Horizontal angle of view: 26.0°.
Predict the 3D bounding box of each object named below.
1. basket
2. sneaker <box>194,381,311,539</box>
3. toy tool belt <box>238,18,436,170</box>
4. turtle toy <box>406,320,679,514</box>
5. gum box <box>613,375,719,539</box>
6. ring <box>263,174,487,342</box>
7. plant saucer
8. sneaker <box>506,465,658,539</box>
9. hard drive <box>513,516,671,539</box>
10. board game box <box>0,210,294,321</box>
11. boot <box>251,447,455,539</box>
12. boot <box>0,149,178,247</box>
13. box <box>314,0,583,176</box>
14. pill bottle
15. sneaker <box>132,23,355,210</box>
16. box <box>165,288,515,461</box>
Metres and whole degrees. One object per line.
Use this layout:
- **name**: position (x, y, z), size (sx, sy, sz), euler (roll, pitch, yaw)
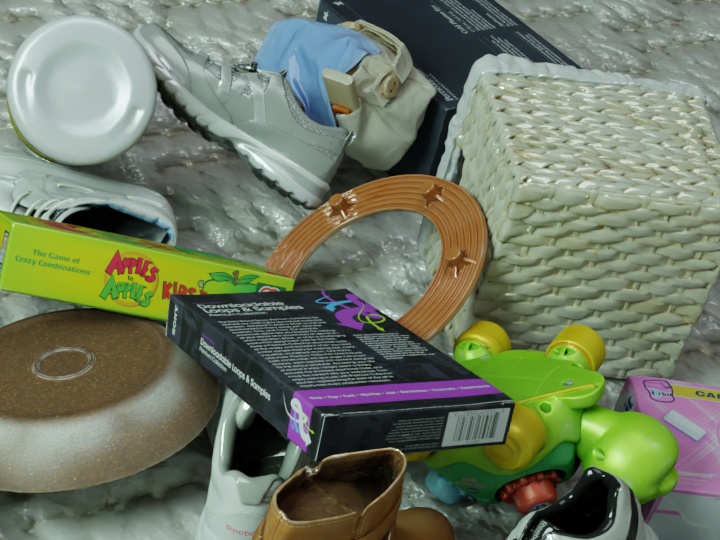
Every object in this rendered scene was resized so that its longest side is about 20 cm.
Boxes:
- **basket**: position (0.166, -0.037, 1.216), size (0.200, 0.198, 0.161), euler (7, 39, -13)
- **sneaker**: position (-0.061, 0.103, 1.030), size (0.078, 0.100, 0.200), euler (8, 36, -8)
- **toy tool belt**: position (-0.041, -0.167, 1.330), size (0.200, 0.125, 0.123), euler (26, 2, 43)
- **turtle toy**: position (0.119, 0.111, 1.062), size (0.200, 0.101, 0.146), euler (2, 29, 33)
- **gum box**: position (0.288, 0.147, 1.121), size (0.199, 0.066, 0.114), euler (8, 38, -10)
- **ring**: position (0.000, 0.000, 1.156), size (0.200, 0.019, 0.201), euler (-20, 42, 19)
- **plant saucer**: position (-0.194, 0.074, 1.030), size (0.200, 0.037, 0.201), euler (-2, 28, 1)
- **sneaker**: position (0.094, 0.193, 0.939), size (0.200, 0.080, 0.074), euler (-38, 40, -22)
- **hard drive**: position (0.168, 0.246, 0.976), size (0.139, 0.033, 0.200), euler (10, 36, -6)
- **board game box**: position (-0.158, 0.003, 1.097), size (0.200, 0.048, 0.102), euler (12, 3, -22)
- **boot**: position (0.005, 0.159, 0.931), size (0.074, 0.155, 0.200), euler (35, 41, 25)
- **boot**: position (-0.234, -0.046, 1.169), size (0.200, 0.074, 0.096), euler (6, 8, -14)
- **box**: position (0.077, -0.172, 1.445), size (0.182, 0.104, 0.200), euler (-13, 44, -35)
- **pill bottle**: position (-0.223, -0.137, 1.229), size (0.111, 0.112, 0.200), euler (5, 2, -13)
- **sneaker**: position (-0.094, -0.136, 1.244), size (0.200, 0.082, 0.075), euler (38, -7, -8)
- **box**: position (-0.018, 0.061, 0.993), size (0.143, 0.036, 0.200), euler (-1, 21, -34)
